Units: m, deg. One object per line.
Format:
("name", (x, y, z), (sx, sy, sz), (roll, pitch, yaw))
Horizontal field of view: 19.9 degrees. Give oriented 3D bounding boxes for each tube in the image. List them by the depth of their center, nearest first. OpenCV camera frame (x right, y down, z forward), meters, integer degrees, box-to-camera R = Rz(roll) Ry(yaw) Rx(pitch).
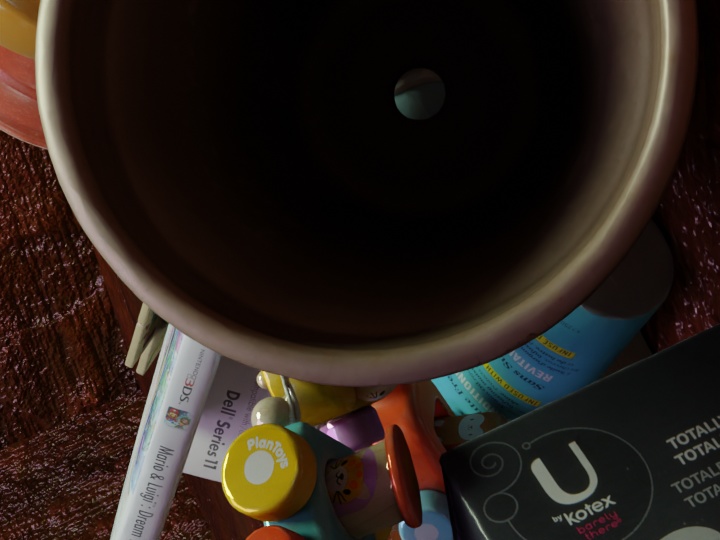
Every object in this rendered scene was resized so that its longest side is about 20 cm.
("tube", (0.059, 0.038, 0.810), (0.078, 0.050, 0.200), (50, 150, 11))

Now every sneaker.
("sneaker", (0.000, 0.000, 0.851), (0.082, 0.074, 0.200), (62, 152, 26))

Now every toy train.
("toy train", (0.016, 0.075, 0.721), (0.151, 0.055, 0.200), (58, -160, -20))

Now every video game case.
("video game case", (-0.083, 0.029, 1.027), (0.201, 0.024, 0.183), (-81, 10, -51))

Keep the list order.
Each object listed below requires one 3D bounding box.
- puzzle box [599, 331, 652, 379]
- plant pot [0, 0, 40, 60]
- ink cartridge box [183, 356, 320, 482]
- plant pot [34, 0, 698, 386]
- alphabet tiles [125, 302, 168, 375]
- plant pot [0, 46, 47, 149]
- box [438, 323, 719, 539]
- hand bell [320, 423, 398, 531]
("puzzle box", (0.109, 0.092, 0.885), (0.200, 0.025, 0.134), (95, 151, -68))
("plant pot", (-0.087, -0.197, 0.879), (0.183, 0.199, 0.201), (-5, 109, 62))
("ink cartridge box", (-0.053, 0.041, 1.144), (0.201, 0.067, 0.118), (-83, 10, -51))
("plant pot", (0.010, -0.063, 0.687), (0.175, 0.199, 0.201), (8, -121, -83))
("alphabet tiles", (-0.081, -0.039, 1.155), (0.200, 0.006, 0.167), (-60, -7, -50))
("plant pot", (-0.143, -0.189, 1.156), (0.202, 0.200, 0.195), (66, 161, 6))
("box", (0.123, 0.133, 0.641), (0.106, 0.122, 0.200), (78, 165, -49))
("hand bell", (0.018, 0.037, 1.124), (0.104, 0.104, 0.201), (-123, 27, -43))
